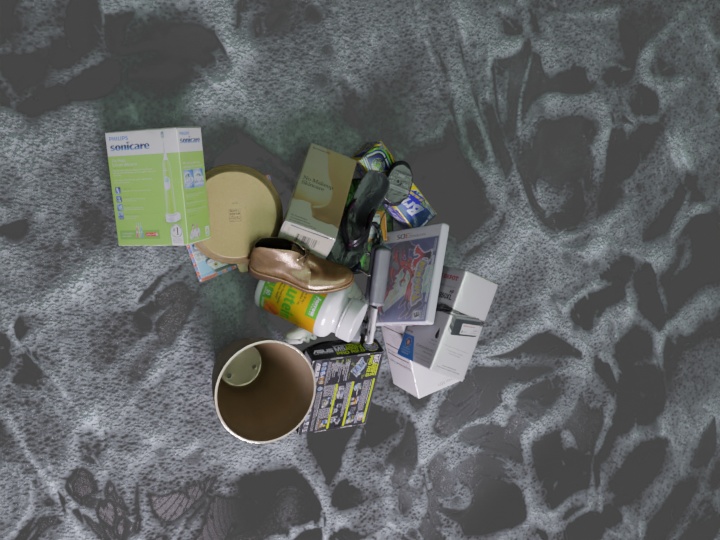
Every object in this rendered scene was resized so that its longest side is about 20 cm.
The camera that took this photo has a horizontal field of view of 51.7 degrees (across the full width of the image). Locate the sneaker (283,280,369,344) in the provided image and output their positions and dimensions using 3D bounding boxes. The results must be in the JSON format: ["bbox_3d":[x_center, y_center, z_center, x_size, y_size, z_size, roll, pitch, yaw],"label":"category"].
[{"bbox_3d":[-0.079,0.085,1.519,0.199,0.075,0.081,-30,101,-26],"label":"sneaker"}]

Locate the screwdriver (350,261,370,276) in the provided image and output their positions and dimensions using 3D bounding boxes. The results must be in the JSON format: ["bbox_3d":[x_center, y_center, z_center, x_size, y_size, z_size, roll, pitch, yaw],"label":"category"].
[{"bbox_3d":[0.000,0.000,1.458,0.028,0.200,0.029,-33,106,-6],"label":"screwdriver"}]

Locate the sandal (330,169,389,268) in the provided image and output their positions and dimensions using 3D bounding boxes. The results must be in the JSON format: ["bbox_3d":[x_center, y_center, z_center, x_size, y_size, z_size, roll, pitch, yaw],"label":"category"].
[{"bbox_3d":[-0.006,-0.100,1.435,0.075,0.048,0.201,21,94,-1],"label":"sandal"}]

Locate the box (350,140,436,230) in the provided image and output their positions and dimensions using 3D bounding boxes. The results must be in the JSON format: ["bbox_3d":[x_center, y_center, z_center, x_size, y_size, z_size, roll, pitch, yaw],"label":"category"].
[{"bbox_3d":[0.067,-0.170,1.531,0.064,0.070,0.200,-45,110,-10],"label":"box"}]

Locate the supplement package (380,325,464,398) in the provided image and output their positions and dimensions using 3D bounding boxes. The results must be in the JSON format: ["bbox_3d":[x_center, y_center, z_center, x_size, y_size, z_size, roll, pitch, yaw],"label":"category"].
[{"bbox_3d":[0.127,0.148,1.586,0.121,0.120,0.201,-19,105,-21],"label":"supplement package"}]

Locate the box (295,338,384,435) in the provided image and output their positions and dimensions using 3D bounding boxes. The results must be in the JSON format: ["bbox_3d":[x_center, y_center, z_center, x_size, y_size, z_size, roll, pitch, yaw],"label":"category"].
[{"bbox_3d":[-0.048,0.239,1.519,0.159,0.044,0.201,-5,125,-27],"label":"box"}]

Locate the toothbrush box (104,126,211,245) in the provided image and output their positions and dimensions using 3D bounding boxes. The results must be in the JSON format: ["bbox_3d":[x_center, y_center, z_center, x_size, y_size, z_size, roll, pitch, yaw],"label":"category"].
[{"bbox_3d":[-0.355,-0.148,1.309,0.145,0.086,0.201,-1,102,19],"label":"toothbrush box"}]

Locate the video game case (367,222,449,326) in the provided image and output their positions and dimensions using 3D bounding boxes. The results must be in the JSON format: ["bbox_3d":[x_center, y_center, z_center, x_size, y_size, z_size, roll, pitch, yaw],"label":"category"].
[{"bbox_3d":[0.092,0.011,1.485,0.023,0.182,0.201,20,73,-36],"label":"video game case"}]

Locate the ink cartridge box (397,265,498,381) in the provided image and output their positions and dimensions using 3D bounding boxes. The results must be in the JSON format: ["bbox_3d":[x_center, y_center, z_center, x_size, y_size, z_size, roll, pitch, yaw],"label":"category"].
[{"bbox_3d":[0.168,0.096,1.451,0.084,0.144,0.201,22,87,-24],"label":"ink cartridge box"}]

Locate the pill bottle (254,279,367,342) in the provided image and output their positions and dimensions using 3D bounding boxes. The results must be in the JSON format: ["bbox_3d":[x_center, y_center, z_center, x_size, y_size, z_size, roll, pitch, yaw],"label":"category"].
[{"bbox_3d":[-0.093,0.059,1.432,0.199,0.111,0.112,25,87,10],"label":"pill bottle"}]

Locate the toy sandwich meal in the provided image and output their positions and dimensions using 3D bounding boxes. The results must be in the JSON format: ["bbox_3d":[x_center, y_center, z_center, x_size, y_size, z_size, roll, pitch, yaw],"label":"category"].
[{"bbox_3d":[-0.235,-0.102,1.404,0.204,0.070,0.206,-2,98,-14],"label":"toy sandwich meal"}]

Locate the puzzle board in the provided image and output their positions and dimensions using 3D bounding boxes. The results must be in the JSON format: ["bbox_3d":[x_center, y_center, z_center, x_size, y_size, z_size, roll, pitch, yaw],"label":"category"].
[{"bbox_3d":[-0.244,-0.083,1.444,0.199,0.017,0.151,-23,106,-19],"label":"puzzle board"}]

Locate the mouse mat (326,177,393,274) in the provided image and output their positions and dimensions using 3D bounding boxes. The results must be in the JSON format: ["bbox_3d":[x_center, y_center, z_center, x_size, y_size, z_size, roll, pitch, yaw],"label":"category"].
[{"bbox_3d":[-0.002,-0.092,1.555,0.160,0.008,0.201,-8,100,-23],"label":"mouse mat"}]

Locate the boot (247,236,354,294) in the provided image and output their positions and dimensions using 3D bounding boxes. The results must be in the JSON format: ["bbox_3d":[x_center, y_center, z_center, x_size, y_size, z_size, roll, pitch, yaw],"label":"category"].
[{"bbox_3d":[-0.105,-0.011,1.366,0.199,0.074,0.076,10,133,-7],"label":"boot"}]

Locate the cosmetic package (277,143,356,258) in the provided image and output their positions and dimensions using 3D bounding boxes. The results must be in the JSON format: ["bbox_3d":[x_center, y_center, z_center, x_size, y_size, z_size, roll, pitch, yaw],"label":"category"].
[{"bbox_3d":[-0.081,-0.135,1.415,0.105,0.071,0.201,19,56,-10],"label":"cosmetic package"}]

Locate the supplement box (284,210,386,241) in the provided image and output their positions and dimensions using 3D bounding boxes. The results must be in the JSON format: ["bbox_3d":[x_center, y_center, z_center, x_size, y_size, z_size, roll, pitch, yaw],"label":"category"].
[{"bbox_3d":[-0.049,-0.085,1.495,0.199,0.066,0.069,-3,95,-25],"label":"supplement box"}]

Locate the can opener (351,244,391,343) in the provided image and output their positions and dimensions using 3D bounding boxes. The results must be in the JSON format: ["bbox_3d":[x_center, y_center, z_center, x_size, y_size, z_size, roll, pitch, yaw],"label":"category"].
[{"bbox_3d":[0.013,0.049,1.468,0.066,0.053,0.201,4,100,-17],"label":"can opener"}]

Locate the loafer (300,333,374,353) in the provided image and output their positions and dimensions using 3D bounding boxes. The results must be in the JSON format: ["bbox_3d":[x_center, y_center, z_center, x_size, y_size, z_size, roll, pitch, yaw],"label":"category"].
[{"bbox_3d":[-0.053,0.182,1.543,0.199,0.063,0.072,-19,106,-20],"label":"loafer"}]

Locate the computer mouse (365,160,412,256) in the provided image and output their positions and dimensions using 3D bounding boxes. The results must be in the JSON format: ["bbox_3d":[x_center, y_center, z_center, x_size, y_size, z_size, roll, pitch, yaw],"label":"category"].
[{"bbox_3d":[0.050,-0.124,1.482,0.058,0.034,0.201,21,97,-19],"label":"computer mouse"}]

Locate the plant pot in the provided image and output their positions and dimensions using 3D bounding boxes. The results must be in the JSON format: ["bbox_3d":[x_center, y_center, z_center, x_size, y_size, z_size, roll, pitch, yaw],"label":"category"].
[{"bbox_3d":[-0.205,0.203,1.404,0.186,0.200,0.189,-4,99,-23],"label":"plant pot"}]
